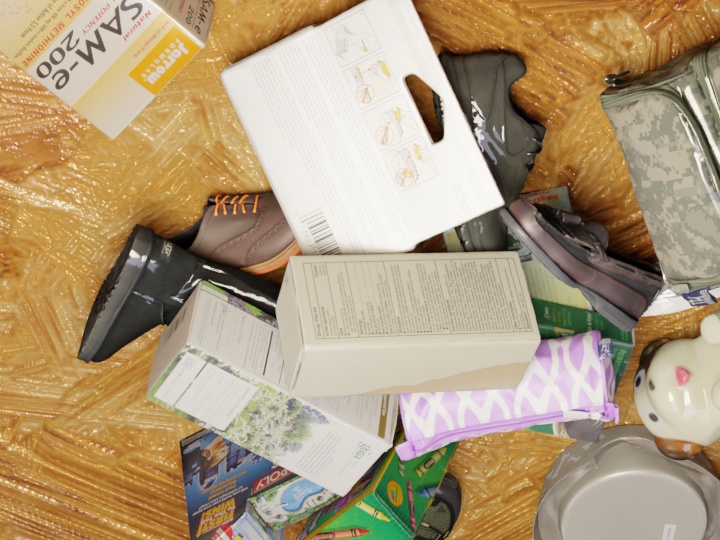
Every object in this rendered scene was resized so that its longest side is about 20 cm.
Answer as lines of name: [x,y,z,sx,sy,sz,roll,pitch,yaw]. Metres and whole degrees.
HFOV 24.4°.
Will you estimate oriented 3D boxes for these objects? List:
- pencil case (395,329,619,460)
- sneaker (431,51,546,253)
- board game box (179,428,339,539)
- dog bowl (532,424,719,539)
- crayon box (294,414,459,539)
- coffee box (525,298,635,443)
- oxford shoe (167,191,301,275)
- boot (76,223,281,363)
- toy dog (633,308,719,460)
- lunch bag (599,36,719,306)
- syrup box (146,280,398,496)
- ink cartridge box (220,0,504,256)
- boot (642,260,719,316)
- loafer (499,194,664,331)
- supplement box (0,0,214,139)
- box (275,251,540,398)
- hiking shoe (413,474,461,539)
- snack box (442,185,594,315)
pencil case: [0.128,0.110,1.443,0.198,0.086,0.084,-12,144,14]
sneaker: [0.114,-0.088,1.401,0.090,0.076,0.202,-9,110,-1]
board game box: [-0.086,0.200,1.542,0.199,0.201,0.062,-28,119,20]
dog bowl: [0.267,0.237,1.640,0.198,0.059,0.202,1,125,1]
crayon box: [0.014,0.210,1.543,0.119,0.200,0.058,-41,96,25]
coffee box: [0.134,0.083,1.503,0.198,0.044,0.124,13,125,-4]
oxford shoe: [-0.100,-0.038,1.461,0.199,0.071,0.073,-32,114,22]
boot: [-0.135,0.058,1.471,0.198,0.066,0.165,22,135,-16]
toy dog: [0.345,0.093,1.509,0.198,0.194,0.141,-14,79,11]
lunch bag: [0.298,-0.088,1.352,0.167,0.139,0.202,-18,100,31]
syrup box: [-0.072,0.101,1.404,0.199,0.082,0.079,28,128,-17]
ink cartridge box: [0.004,-0.110,1.375,0.175,0.045,0.202,-24,95,16]
boot: [0.305,-0.026,1.463,0.198,0.073,0.091,-15,109,9]
loafer: [0.188,-0.018,1.387,0.063,0.072,0.200,-43,135,11]
supplement box: [-0.233,-0.219,1.340,0.199,0.074,0.126,38,118,-22]
box: [0.037,0.043,1.364,0.198,0.096,0.078,0,145,-14]
hiking shoe: [0.044,0.289,1.657,0.075,0.101,0.201,21,122,-13]
snack box: [0.151,0.026,1.513,0.115,0.037,0.201,-11,123,10]
